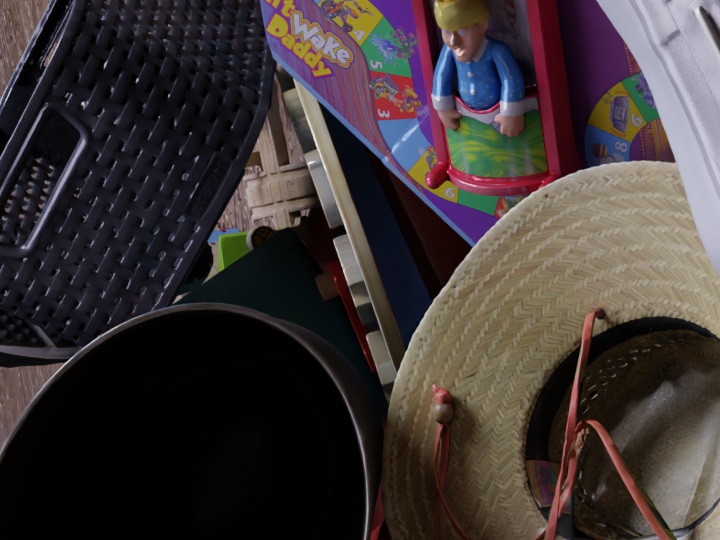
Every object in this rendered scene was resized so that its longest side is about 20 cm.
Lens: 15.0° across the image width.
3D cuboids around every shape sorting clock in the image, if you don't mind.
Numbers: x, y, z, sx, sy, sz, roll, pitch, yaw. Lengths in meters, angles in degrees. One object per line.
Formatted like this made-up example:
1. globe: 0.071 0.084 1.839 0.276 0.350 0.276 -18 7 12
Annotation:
1. shape sorting clock: 0.000 0.000 1.176 0.200 0.039 0.200 158 90 -88

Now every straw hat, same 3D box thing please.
1. straw hat: 0.110 0.062 1.003 0.201 0.085 0.201 -9 76 36

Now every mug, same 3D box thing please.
1. mug: -0.062 0.068 1.290 0.114 0.152 0.185 55 -177 0

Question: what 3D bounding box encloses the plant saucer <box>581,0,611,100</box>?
1. plant saucer: 0.070 -0.171 1.049 0.200 0.037 0.200 -128 32 -49

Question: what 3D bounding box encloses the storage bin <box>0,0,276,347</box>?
1. storage bin: -0.106 -0.066 1.202 0.135 0.094 0.200 -59 13 23

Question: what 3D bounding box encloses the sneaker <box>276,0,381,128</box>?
1. sneaker: 0.009 -0.084 1.102 0.200 0.076 0.070 57 176 -2

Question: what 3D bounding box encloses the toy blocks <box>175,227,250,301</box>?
1. toy blocks: -0.075 0.064 1.522 0.137 0.100 0.200 -132 34 -73

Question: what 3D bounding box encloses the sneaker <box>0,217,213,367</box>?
1. sneaker: -0.144 0.018 1.278 0.080 0.200 0.074 -39 80 26

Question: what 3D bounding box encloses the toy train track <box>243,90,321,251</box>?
1. toy train track: -0.041 0.005 1.358 0.115 0.033 0.200 172 86 -69

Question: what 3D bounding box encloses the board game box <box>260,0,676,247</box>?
1. board game box: 0.039 -0.078 1.007 0.200 0.039 0.158 44 132 2

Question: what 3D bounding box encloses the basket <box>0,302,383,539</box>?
1. basket: -0.057 0.087 1.052 0.200 0.136 0.180 -43 -23 -81

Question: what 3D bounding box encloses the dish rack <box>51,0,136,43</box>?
1. dish rack: -0.103 -0.209 1.359 0.200 0.044 0.172 -78 9 -50

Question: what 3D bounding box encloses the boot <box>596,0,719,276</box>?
1. boot: 0.136 -0.092 0.895 0.096 0.074 0.200 -30 80 44

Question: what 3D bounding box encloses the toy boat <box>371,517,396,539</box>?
1. toy boat: 0.006 0.171 1.171 0.200 0.131 0.131 122 136 -71

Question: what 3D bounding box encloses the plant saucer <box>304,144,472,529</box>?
1. plant saucer: 0.026 0.046 1.304 0.200 0.037 0.200 109 143 -53

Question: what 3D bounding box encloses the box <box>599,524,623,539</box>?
1. box: 0.135 0.205 1.092 0.158 0.048 0.200 -120 27 -42
